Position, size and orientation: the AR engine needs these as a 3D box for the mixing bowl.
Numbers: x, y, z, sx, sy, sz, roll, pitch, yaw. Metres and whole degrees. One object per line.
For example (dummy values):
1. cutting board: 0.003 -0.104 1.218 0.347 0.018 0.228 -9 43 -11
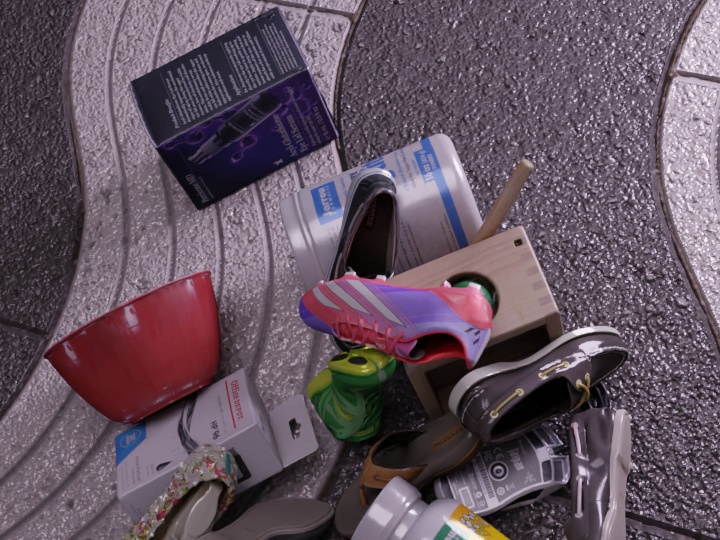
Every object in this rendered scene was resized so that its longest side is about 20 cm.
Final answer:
1. mixing bowl: -0.224 0.094 1.304 0.198 0.200 0.110 -27 86 1

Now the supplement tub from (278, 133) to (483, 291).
1. supplement tub: 0.025 -0.053 1.324 0.197 0.132 0.133 -22 61 3

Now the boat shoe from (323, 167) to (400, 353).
1. boat shoe: 0.000 0.000 1.234 0.071 0.203 0.071 3 20 -6

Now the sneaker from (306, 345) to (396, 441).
1. sneaker: 0.002 0.122 1.221 0.073 0.200 0.085 -21 79 -18

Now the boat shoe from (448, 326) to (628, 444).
1. boat shoe: 0.181 0.112 1.167 0.199 0.073 0.061 -18 45 -24

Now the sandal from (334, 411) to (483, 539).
1. sandal: 0.041 0.191 1.208 0.199 0.054 0.082 -39 32 27

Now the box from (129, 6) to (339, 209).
1. box: -0.144 -0.186 1.427 0.198 0.148 0.105 -28 61 1

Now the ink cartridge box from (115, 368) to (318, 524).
1. ink cartridge box: -0.151 0.178 1.267 0.198 0.068 0.116 -28 28 0

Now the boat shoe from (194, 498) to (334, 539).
1. boat shoe: -0.100 0.272 1.192 0.066 0.199 0.058 19 108 33

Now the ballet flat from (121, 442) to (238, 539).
1. ballet flat: -0.182 0.258 1.183 0.202 0.075 0.064 -60 24 9

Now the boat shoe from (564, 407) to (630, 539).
1. boat shoe: 0.212 0.220 1.129 0.056 0.067 0.202 -4 52 25

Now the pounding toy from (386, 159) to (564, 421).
1. pounding toy: 0.119 0.028 1.219 0.181 0.201 0.144 -22 60 3

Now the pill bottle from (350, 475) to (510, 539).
1. pill bottle: 0.091 0.282 1.131 0.199 0.113 0.113 35 77 14

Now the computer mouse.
1. computer mouse: 0.167 0.191 1.218 0.197 0.044 0.111 -18 66 -1

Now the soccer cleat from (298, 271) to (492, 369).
1. soccer cleat: 0.026 0.050 1.127 0.197 0.067 0.077 1 53 25
